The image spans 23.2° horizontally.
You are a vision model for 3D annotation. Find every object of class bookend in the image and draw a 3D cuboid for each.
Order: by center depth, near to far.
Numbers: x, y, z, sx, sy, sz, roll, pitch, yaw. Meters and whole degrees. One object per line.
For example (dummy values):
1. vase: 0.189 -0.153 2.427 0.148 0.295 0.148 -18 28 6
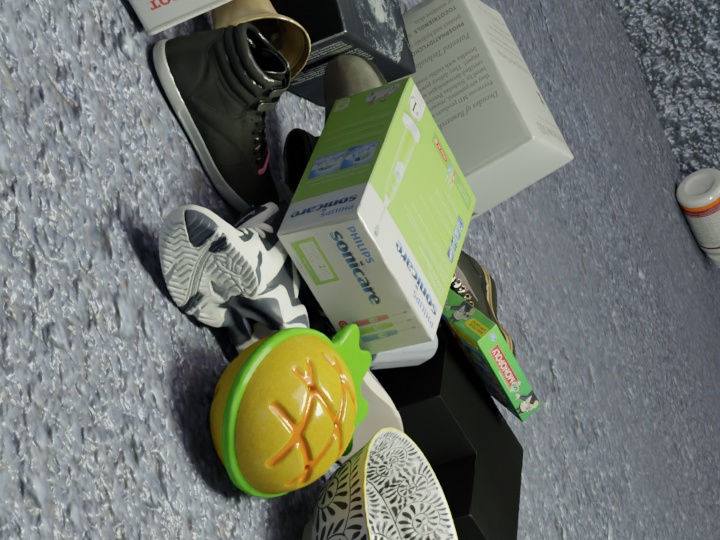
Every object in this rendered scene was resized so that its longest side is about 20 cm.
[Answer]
1. bookend: 0.076 0.193 1.729 0.199 0.091 0.201 57 27 -32

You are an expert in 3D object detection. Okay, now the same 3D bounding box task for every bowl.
1. bowl: 0.009 0.245 1.510 0.201 0.093 0.202 52 28 -44

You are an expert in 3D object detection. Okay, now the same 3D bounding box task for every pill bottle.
1. pill bottle: 0.739 -0.106 3.646 0.201 0.109 0.110 57 25 -34

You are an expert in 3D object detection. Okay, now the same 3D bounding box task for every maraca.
1. maraca: -0.049 0.111 1.430 0.199 0.106 0.139 -14 115 -55

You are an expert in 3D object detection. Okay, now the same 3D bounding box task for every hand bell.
1. hand bell: -0.120 -0.273 1.644 0.104 0.103 0.201 42 25 -53

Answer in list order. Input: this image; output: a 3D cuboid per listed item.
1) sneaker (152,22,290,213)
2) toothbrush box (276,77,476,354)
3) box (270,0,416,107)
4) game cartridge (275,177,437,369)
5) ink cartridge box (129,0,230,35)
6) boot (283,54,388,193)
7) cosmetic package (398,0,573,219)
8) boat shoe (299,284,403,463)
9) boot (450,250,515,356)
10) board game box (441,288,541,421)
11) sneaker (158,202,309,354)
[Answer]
1. sneaker: -0.095 -0.131 1.546 0.071 0.098 0.201 -82 149 -53
2. toothbrush box: 0.019 -0.048 1.537 0.146 0.085 0.201 58 31 -30
3. box: -0.048 -0.291 1.772 0.200 0.116 0.199 14 60 -68
4. game cartridge: 0.000 0.000 1.689 0.133 0.041 0.201 4 56 -62
5. ink cartridge box: -0.158 -0.320 1.470 0.201 0.144 0.085 60 22 -27
6. boot: -0.023 -0.118 1.634 0.130 0.067 0.202 11 67 -56
7. cosmetic package: 0.107 -0.180 1.960 0.202 0.165 0.167 65 18 14
8. boat shoe: -0.020 0.096 1.599 0.201 0.074 0.093 66 1 -48
9. boot: 0.103 0.038 1.970 0.139 0.077 0.201 50 17 -38
10. board game box: 0.096 0.060 1.807 0.200 0.029 0.135 39 -13 47
11. sneaker: -0.106 -0.020 1.462 0.199 0.079 0.131 44 28 -43
